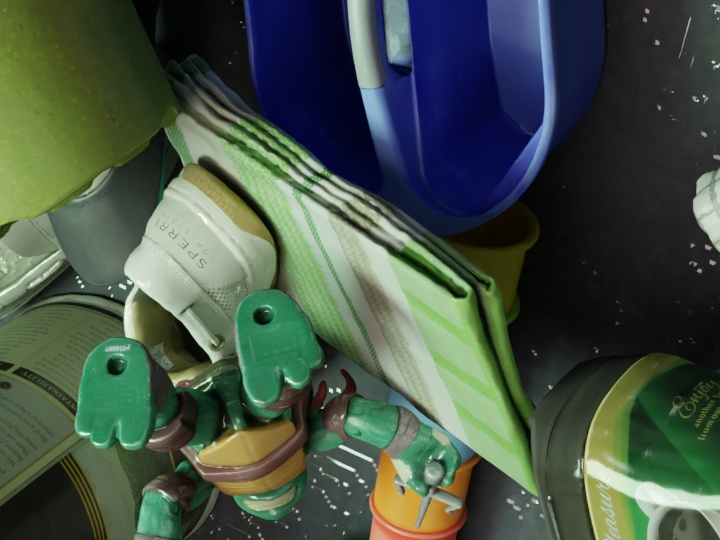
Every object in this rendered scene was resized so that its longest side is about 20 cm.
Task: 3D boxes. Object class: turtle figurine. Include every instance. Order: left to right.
[{"bbox_3d":[-0.045,0.080,0.953,0.149,0.200,0.101,-34,61,-5],"label":"turtle figurine"}]

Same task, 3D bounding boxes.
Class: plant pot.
[{"bbox_3d":[-0.171,-0.106,0.891,0.200,0.200,0.191,-29,98,35],"label":"plant pot"}]

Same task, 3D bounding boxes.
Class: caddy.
[{"bbox_3d":[0.022,-0.115,0.931,0.141,0.105,0.201,5,114,28],"label":"caddy"}]

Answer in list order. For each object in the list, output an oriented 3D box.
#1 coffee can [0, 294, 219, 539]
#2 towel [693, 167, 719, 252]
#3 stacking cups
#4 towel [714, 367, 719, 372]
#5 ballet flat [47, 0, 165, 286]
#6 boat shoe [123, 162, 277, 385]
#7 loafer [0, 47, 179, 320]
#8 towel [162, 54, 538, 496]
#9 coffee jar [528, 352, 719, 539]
[{"bbox_3d":[-0.176,0.115,1.086,0.146,0.200,0.147,12,117,24],"label":"coffee can"},{"bbox_3d":[0.245,0.008,0.878,0.165,0.086,0.201,-32,94,37],"label":"towel"},{"bbox_3d":[0.033,0.058,1.037,0.060,0.060,0.201,24,124,18],"label":"stacking cups"},{"bbox_3d":[0.196,0.133,0.994,0.144,0.024,0.201,-30,95,36],"label":"towel"},{"bbox_3d":[-0.123,-0.095,1.002,0.073,0.073,0.201,5,89,27],"label":"ballet flat"},{"bbox_3d":[-0.076,0.023,1.014,0.071,0.069,0.200,39,164,20],"label":"boat shoe"},{"bbox_3d":[-0.152,-0.033,1.087,0.070,0.070,0.200,48,125,6],"label":"loafer"},{"bbox_3d":[0.000,0.000,0.944,0.200,0.031,0.149,36,162,35],"label":"towel"},{"bbox_3d":[0.162,0.089,0.862,0.199,0.085,0.105,4,122,38],"label":"coffee jar"}]
